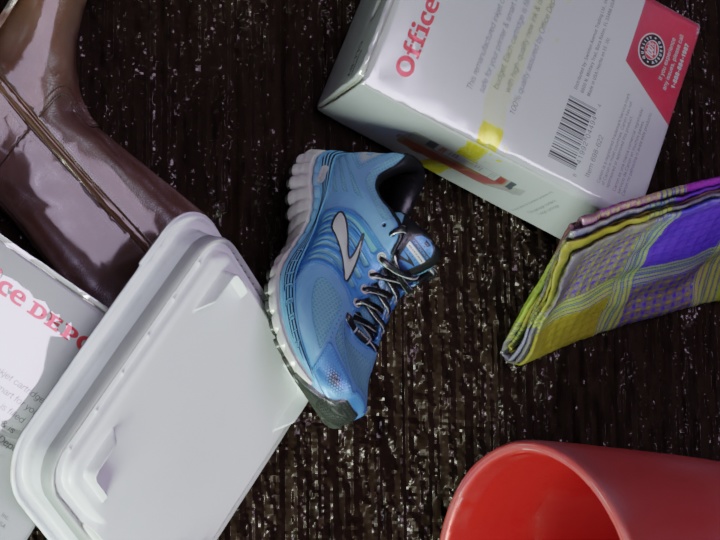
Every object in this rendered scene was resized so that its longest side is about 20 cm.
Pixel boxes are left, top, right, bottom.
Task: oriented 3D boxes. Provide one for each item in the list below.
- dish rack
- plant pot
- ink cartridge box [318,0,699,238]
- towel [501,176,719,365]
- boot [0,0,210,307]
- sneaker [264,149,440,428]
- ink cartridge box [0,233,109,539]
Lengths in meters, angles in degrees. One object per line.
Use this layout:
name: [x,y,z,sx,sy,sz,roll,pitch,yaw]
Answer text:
dish rack: [-0.101,0.087,1.352,0.200,0.043,0.172,-56,141,-24]
plant pot: [0.171,0.194,1.424,0.177,0.200,0.202,-1,79,-33]
ink cartridge box: [0.093,-0.127,1.499,0.199,0.083,0.146,27,71,-16]
towel: [0.186,-0.004,1.493,0.199,0.144,0.023,-15,59,-28]
boot: [-0.145,-0.082,1.411,0.200,0.064,0.186,44,80,-5]
sneaker: [0.000,0.000,1.399,0.078,0.090,0.201,58,28,-46]
ink cartridge box: [-0.236,0.085,1.329,0.144,0.084,0.200,36,69,-13]
